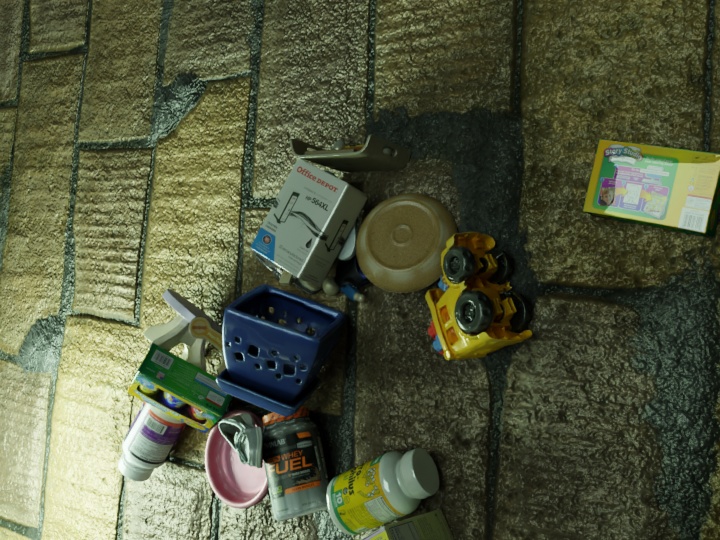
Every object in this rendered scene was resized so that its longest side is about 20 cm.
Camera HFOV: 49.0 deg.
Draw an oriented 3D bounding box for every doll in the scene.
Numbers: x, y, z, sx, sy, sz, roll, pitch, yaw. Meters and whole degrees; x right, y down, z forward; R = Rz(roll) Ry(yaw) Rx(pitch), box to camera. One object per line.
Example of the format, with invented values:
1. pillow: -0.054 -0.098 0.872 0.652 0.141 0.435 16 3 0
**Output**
1. doll: 0.000 0.000 1.556 0.198 0.048 0.139 -27 58 32

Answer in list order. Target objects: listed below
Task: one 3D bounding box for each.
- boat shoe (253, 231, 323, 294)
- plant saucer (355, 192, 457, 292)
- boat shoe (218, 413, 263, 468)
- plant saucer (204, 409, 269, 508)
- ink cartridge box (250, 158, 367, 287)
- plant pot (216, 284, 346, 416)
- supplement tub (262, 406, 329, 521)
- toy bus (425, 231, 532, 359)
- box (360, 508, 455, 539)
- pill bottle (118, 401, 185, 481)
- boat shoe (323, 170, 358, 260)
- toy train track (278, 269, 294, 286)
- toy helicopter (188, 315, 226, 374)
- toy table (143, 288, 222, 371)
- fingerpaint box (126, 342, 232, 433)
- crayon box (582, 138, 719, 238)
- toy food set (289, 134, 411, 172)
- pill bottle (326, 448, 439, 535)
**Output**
1. boat shoe: -0.154 -0.007 1.662 0.199 0.071 0.066 39 122 26
2. plant saucer: 0.081 -0.060 1.470 0.196 0.035 0.204 -7 67 16
3. boat shoe: -0.232 0.335 1.559 0.202 0.064 0.076 -149 59 -67
4. plant saucer: -0.248 0.401 1.689 0.198 0.050 0.205 -6 81 35
5. ink cartridge box: -0.100 -0.094 1.530 0.145 0.084 0.202 29 92 33
6. plant pot: -0.159 0.159 1.541 0.197 0.200 0.183 19 105 10
7. supplement tub: -0.130 0.380 1.563 0.121 0.122 0.204 -24 72 31
8. toy bus: 0.180 0.061 1.388 0.191 0.134 0.203 -38 61 44
9. box: 0.050 0.509 1.372 0.175 0.199 0.098 -37 65 25
10. pill bottle: -0.478 0.381 1.819 0.111 0.111 0.202 41 108 31
11. boat shoe: -0.039 -0.109 1.583 0.068 0.056 0.203 -26 64 21
12. toy train track: -0.123 -0.052 1.622 0.113 0.033 0.203 4 58 21
13. toy helicopter: -0.271 0.155 1.672 0.199 0.079 0.133 36 88 -12
14. toy table: -0.388 0.145 1.756 0.199 0.184 0.118 34 87 34
15. fingerpaint box: -0.384 0.255 1.680 0.167 0.198 0.074 -42 20 57
16. crayon box: 0.460 -0.131 1.238 0.198 0.058 0.121 15 93 36
17. toy food set: -0.020 -0.237 1.543 0.197 0.143 0.062 3 86 36
18. pill bottle: 0.042 0.399 1.444 0.198 0.112 0.114 -31 68 29
